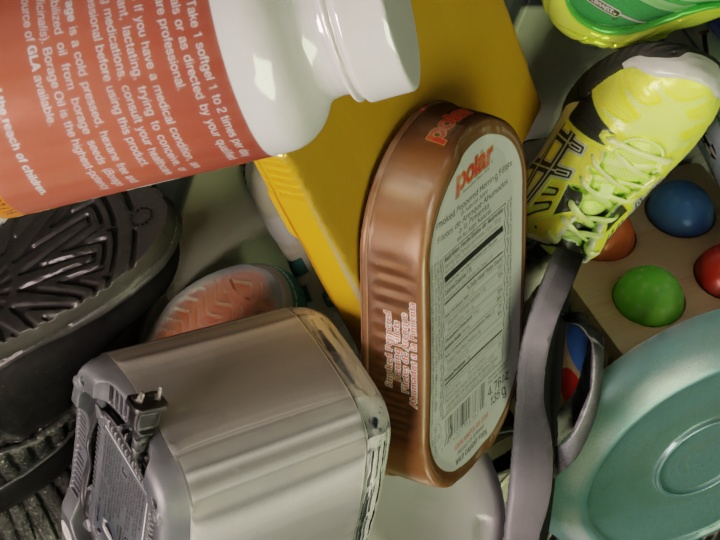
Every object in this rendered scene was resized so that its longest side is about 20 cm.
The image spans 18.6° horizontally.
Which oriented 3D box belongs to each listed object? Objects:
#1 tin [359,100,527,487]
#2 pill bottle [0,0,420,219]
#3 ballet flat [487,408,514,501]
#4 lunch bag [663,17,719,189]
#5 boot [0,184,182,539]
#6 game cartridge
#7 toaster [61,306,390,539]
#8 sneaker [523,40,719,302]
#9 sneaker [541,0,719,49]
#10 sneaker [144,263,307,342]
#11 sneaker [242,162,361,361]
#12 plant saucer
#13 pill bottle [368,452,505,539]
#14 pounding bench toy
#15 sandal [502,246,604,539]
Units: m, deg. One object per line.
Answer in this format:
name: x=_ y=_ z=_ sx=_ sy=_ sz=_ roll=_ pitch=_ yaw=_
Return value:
tin: x=0.043 y=0.014 z=1.082 sx=0.112 sy=0.042 sz=0.201 roll=-44 pitch=140 yaw=-50
pill bottle: x=-0.081 y=-0.094 z=0.917 sx=0.199 sy=0.113 sz=0.112 roll=-12 pitch=145 yaw=11
ballet flat: x=0.042 y=0.129 z=1.351 sx=0.199 sy=0.068 sz=0.068 roll=-29 pitch=144 yaw=-7
lunch bag: x=0.235 y=-0.062 z=1.174 sx=0.075 sy=0.200 sz=0.160 roll=-28 pitch=144 yaw=-2
boot: x=-0.145 y=0.051 z=1.107 sx=0.211 sy=0.080 sz=0.158 roll=-32 pitch=138 yaw=15
game cartridge: x=0.019 y=-0.075 z=1.064 sx=0.177 sy=0.032 sz=0.200 roll=-61 pitch=148 yaw=-23
toaster: x=-0.067 y=0.099 z=1.064 sx=0.129 sy=0.114 sz=0.200 roll=-18 pitch=142 yaw=-26
sneaker: x=0.127 y=-0.047 z=1.155 sx=0.075 sy=0.077 sz=0.200 roll=18 pitch=144 yaw=-20
sneaker: x=0.188 y=-0.174 z=1.118 sx=0.199 sy=0.074 sz=0.084 roll=-22 pitch=146 yaw=-15
sneaker: x=-0.076 y=0.064 z=1.188 sx=0.080 sy=0.072 sz=0.200 roll=-1 pitch=144 yaw=-42
sneaker: x=0.000 y=0.000 z=1.153 sx=0.070 sy=0.094 sz=0.200 roll=-28 pitch=143 yaw=-8
plant saucer: x=0.191 y=0.099 z=1.252 sx=0.199 sy=0.027 sz=0.201 roll=-18 pitch=139 yaw=-16
pill bottle: x=-0.017 y=0.147 z=1.235 sx=0.109 sy=0.110 sz=0.200 roll=-1 pitch=167 yaw=-36
pounding bench toy: x=0.134 y=0.043 z=1.277 sx=0.199 sy=0.124 sz=0.156 roll=-16 pitch=140 yaw=-22
sandal: x=0.106 y=0.076 z=1.160 sx=0.043 sy=0.076 sz=0.201 roll=9 pitch=120 yaw=11
